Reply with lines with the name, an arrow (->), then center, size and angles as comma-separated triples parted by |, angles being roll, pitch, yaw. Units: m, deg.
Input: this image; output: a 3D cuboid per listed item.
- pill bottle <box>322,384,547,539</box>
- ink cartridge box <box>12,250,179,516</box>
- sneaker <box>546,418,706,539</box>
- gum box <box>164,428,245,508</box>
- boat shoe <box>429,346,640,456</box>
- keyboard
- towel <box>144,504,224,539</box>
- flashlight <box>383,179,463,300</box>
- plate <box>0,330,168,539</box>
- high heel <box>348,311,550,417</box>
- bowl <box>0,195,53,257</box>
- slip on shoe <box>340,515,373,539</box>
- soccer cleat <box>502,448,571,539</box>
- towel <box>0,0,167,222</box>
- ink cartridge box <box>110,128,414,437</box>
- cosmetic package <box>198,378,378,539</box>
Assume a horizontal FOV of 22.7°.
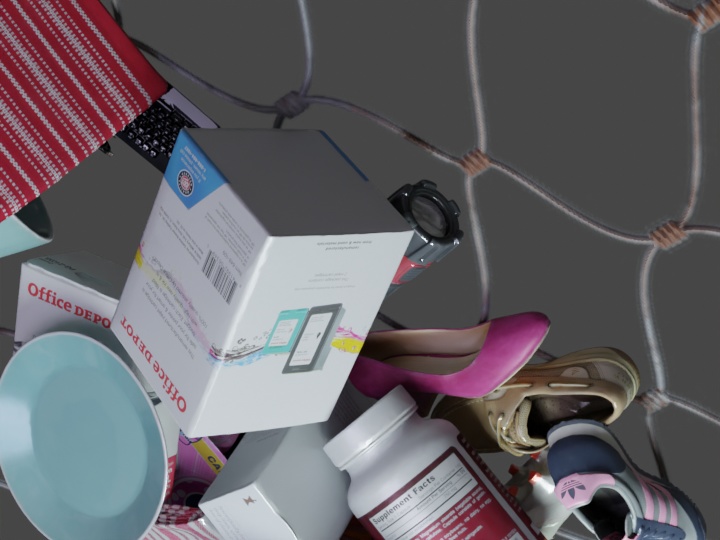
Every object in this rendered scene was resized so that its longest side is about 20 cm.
pill bottle -> 0.063, 0.198, 1.483 | 0.200, 0.113, 0.113 | 51, 127, 4
ink cartridge box -> -0.234, 0.098, 1.593 | 0.145, 0.084, 0.200 | 20, 111, 31
sneaker -> 0.219, 0.204, 1.475 | 0.070, 0.082, 0.200 | -30, 129, 31
gum box -> -0.125, 0.208, 1.674 | 0.113, 0.066, 0.200 | -28, 105, 36
boat shoe -> 0.136, 0.118, 1.501 | 0.200, 0.065, 0.071 | -23, 109, 33
keyboard -> -0.220, -0.142, 1.517 | 0.200, 0.040, 0.104 | 40, 127, -2
towel -> -0.168, 0.270, 1.655 | 0.200, 0.030, 0.146 | -3, 134, 45
flashlight -> 0.000, 0.000, 1.494 | 0.068, 0.068, 0.200 | 39, 133, -15
plate -> -0.236, 0.148, 1.537 | 0.200, 0.026, 0.201 | 8, 104, 32
high heel -> 0.066, 0.060, 1.498 | 0.096, 0.067, 0.200 | 43, 141, -17
bowl -> -0.358, -0.078, 1.503 | 0.105, 0.201, 0.201 | -36, 103, 3
slip on shoe -> -0.008, 0.226, 1.633 | 0.061, 0.074, 0.200 | -33, 108, 30
soccer cleat -> 0.128, 0.222, 1.572 | 0.078, 0.069, 0.200 | 32, 133, -21
towel -> -0.263, -0.148, 1.435 | 0.145, 0.200, 0.022 | 52, 150, -8
ink cartridge box -> -0.083, 0.008, 1.434 | 0.147, 0.146, 0.200 | 49, 128, 36
cosmetic package -> -0.049, 0.167, 1.530 | 0.074, 0.200, 0.102 | -25, 107, 35
